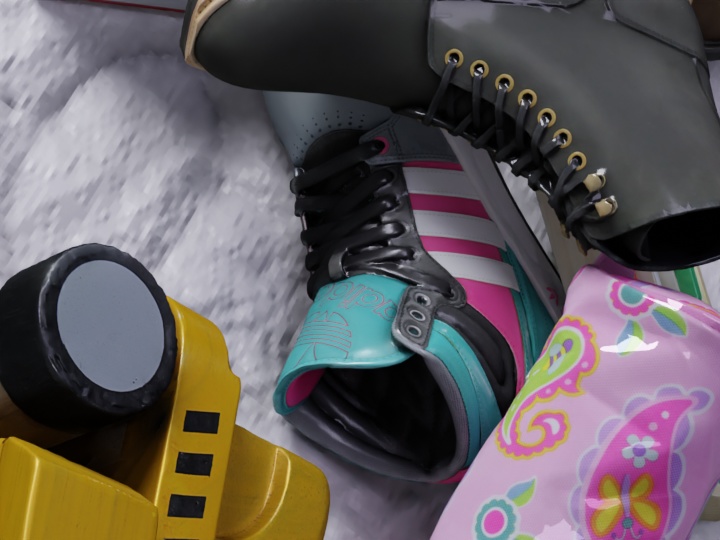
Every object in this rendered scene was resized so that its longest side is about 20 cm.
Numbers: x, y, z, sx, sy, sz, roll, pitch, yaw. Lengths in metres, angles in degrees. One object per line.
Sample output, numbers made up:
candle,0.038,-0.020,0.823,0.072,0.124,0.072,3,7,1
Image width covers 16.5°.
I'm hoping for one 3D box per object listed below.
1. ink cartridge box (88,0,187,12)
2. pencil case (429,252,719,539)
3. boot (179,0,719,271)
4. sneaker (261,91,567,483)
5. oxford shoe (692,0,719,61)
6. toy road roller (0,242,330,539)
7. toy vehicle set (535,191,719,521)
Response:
ink cartridge box,-0.060,-0.208,0.982,0.143,0.084,0.202,4,68,-32
pencil case,0.070,0.093,0.890,0.087,0.087,0.201,30,87,-20
boot,0.046,-0.057,0.882,0.198,0.078,0.139,-8,57,-17
sneaker,0.000,0.000,0.938,0.201,0.083,0.121,55,41,-4
oxford shoe,0.135,-0.141,1.078,0.199,0.085,0.073,-4,44,-39
toy road roller,-0.090,0.100,0.807,0.146,0.122,0.201,30,54,-34
toy vehicle set,0.111,0.001,1.005,0.124,0.026,0.202,16,56,-66
